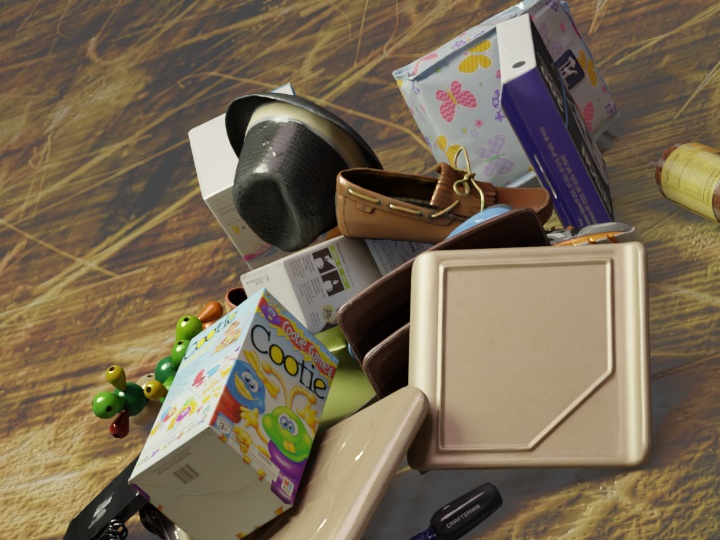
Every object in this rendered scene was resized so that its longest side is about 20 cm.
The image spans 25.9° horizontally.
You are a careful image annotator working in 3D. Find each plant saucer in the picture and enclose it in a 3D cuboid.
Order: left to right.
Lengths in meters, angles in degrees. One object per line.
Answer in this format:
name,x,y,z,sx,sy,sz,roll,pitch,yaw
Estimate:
plant saucer,-0.041,0.115,1.506,0.200,0.031,0.200,-22,26,11

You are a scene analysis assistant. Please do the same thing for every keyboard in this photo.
keyboard,-0.221,0.231,1.405,0.200,0.040,0.104,-44,20,43

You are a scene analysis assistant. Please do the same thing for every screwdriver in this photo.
screwdriver,0.025,0.224,1.229,0.200,0.029,0.028,-28,25,-12

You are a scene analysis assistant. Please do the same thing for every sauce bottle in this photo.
sauce bottle,0.345,-0.068,1.427,0.066,0.066,0.200,-33,28,-10

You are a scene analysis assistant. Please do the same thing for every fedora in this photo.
fedora,-0.069,-0.082,1.533,0.200,0.201,0.092,0,51,45

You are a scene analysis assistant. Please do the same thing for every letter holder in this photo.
letter holder,0.098,0.054,1.348,0.200,0.142,0.101,-29,26,-2

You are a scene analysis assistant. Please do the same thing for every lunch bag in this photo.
lunch bag,0.163,-0.189,1.692,0.200,0.170,0.127,-29,13,-6

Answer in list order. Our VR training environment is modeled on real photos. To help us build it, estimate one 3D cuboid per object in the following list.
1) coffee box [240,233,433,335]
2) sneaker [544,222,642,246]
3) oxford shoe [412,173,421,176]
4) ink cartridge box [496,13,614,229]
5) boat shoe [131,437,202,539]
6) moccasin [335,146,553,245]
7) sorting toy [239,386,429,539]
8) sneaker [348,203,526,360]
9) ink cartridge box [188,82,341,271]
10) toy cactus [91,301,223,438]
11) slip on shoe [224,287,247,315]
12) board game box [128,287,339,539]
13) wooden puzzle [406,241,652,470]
coffee box,0.000,0.000,1.535,0.200,0.080,0.113,-22,2,-25
sneaker,0.164,-0.007,1.458,0.200,0.078,0.077,-19,41,19
oxford shoe,0.084,-0.039,1.648,0.073,0.071,0.200,-50,23,2
ink cartridge box,0.193,-0.130,1.537,0.043,0.198,0.200,-23,26,17
boat shoe,-0.166,0.213,1.411,0.065,0.072,0.200,-47,32,10
moccasin,0.077,-0.068,1.450,0.201,0.078,0.074,6,35,10
sorting toy,-0.033,0.192,1.280,0.200,0.036,0.185,-28,26,53
sneaker,0.068,0.019,1.405,0.200,0.066,0.078,-40,-2,22
ink cartridge box,-0.083,-0.077,1.736,0.128,0.200,0.125,-26,42,7
toy cactus,-0.188,0.117,1.575,0.200,0.102,0.165,-39,-4,-38
slip on shoe,-0.056,0.026,1.652,0.200,0.061,0.074,-15,26,23
board game box,-0.105,0.128,1.362,0.105,0.103,0.200,-35,21,30
wooden puzzle,0.136,0.071,1.269,0.199,0.037,0.186,-4,70,17
